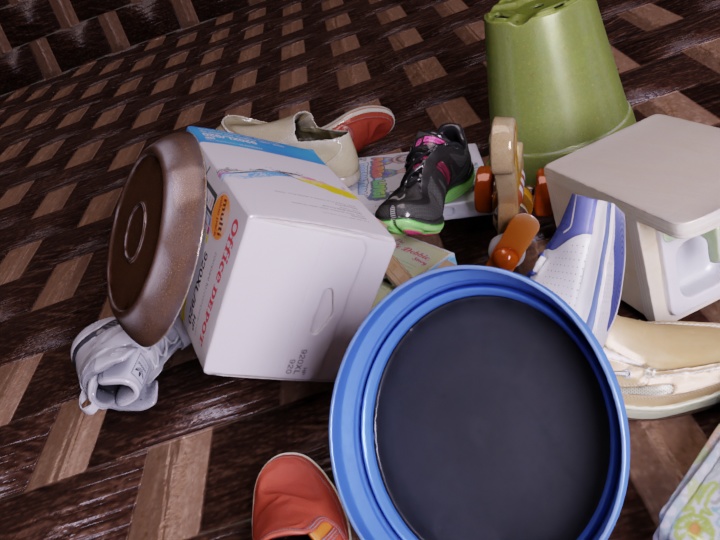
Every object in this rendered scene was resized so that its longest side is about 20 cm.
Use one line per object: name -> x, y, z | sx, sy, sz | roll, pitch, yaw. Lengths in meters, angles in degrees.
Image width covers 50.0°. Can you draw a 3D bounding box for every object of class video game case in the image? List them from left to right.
video game case -> 0.062, -0.104, 0.928 | 0.177, 0.024, 0.201 | -7, 26, 5

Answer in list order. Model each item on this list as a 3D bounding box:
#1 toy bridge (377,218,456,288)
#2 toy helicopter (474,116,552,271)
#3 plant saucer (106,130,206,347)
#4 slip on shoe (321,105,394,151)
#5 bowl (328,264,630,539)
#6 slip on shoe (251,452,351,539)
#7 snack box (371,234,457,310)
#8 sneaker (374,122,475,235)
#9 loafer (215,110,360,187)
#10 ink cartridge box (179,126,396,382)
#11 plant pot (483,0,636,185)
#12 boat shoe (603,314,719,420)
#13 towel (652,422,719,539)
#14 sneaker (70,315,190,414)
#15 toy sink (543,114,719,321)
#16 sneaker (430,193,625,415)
toy bridge -> 0.074, 0.024, 0.694 | 0.198, 0.068, 0.027 | 34, 56, 31
toy helicopter -> 0.133, -0.065, 0.705 | 0.077, 0.201, 0.136 | 5, 70, 17
plant saucer -> -0.198, -0.033, 0.720 | 0.031, 0.205, 0.199 | 12, 12, -32
slip on shoe -> -0.029, -0.176, 1.105 | 0.197, 0.075, 0.062 | -28, 65, -26
bowl -> 0.070, 0.100, 0.479 | 0.196, 0.207, 0.039 | 2, -5, 34
slip on shoe -> -0.043, 0.187, 0.514 | 0.072, 0.062, 0.201 | -21, 28, 2
snack box -> 0.000, 0.000, 0.822 | 0.115, 0.038, 0.198 | -33, 32, -23
sneaker -> 0.063, -0.096, 0.791 | 0.075, 0.086, 0.201 | 3, 29, 22
loafer -> -0.086, -0.160, 0.938 | 0.195, 0.070, 0.076 | 18, 30, 14
ink cartridge box -> -0.088, -0.018, 0.712 | 0.142, 0.150, 0.200 | 7, 25, -32
plant pot -> 0.220, -0.217, 0.888 | 0.195, 0.194, 0.202 | -14, 28, 8
boat shoe -> 0.184, 0.062, 0.561 | 0.195, 0.078, 0.072 | -12, 29, 14
towel -> 0.282, 0.131, 0.418 | 0.171, 0.049, 0.198 | -41, 35, -27
sneaker -> -0.206, 0.075, 0.795 | 0.196, 0.076, 0.115 | -28, 31, -4
toy sink -> 0.265, -0.040, 0.646 | 0.128, 0.114, 0.200 | -24, 24, -8
sneaker -> 0.107, 0.043, 0.524 | 0.113, 0.205, 0.080 | 13, -1, 27
